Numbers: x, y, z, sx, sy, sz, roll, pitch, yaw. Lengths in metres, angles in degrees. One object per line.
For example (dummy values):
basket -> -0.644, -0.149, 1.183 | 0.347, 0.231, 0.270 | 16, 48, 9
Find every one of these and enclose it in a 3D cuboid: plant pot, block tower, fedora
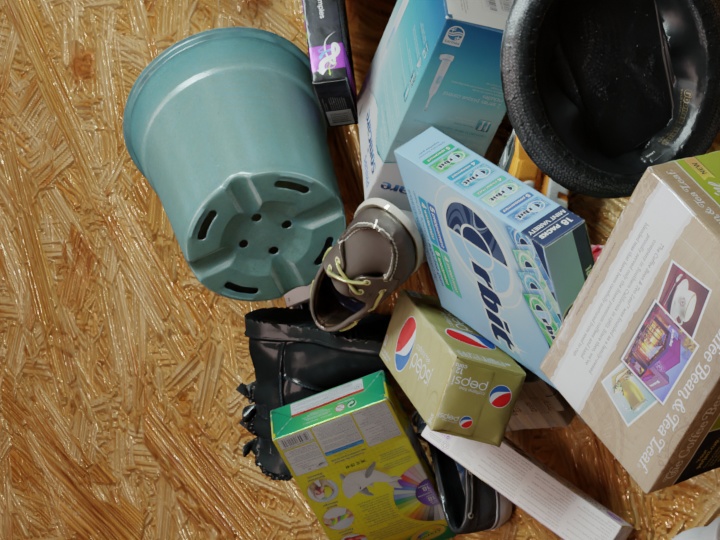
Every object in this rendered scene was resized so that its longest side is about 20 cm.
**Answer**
plant pot -> -0.106, -0.087, 1.662 | 0.196, 0.199, 0.201 | -111, 32, -48
block tower -> 0.179, 0.093, 1.508 | 0.200, 0.058, 0.054 | -12, 121, 51
fedora -> 0.187, -0.159, 1.378 | 0.092, 0.200, 0.201 | -132, 36, -76

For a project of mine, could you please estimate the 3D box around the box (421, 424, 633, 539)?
box -> 0.143, 0.182, 1.564 | 0.200, 0.039, 0.042 | 33, 96, 26

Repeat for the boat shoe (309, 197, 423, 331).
boat shoe -> 0.000, 0.000, 1.546 | 0.072, 0.060, 0.200 | 43, 157, 4

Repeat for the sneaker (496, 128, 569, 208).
sneaker -> 0.153, -0.110, 1.481 | 0.077, 0.078, 0.200 | -97, 28, -64

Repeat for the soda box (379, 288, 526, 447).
soda box -> 0.074, 0.079, 1.526 | 0.200, 0.064, 0.068 | -126, 52, -71

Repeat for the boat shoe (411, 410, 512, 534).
boat shoe -> 0.080, 0.146, 1.654 | 0.070, 0.066, 0.201 | -13, 90, 52

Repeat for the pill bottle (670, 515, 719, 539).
pill bottle -> 0.264, 0.273, 1.421 | 0.116, 0.115, 0.200 | 59, 139, 21

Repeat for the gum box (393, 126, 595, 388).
gum box -> 0.117, -0.003, 1.425 | 0.200, 0.044, 0.170 | 36, 153, 47

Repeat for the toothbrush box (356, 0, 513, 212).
toothbrush box -> 0.068, -0.166, 1.509 | 0.147, 0.085, 0.200 | -95, 24, -48

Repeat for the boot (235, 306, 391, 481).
boot -> -0.028, 0.123, 1.704 | 0.198, 0.073, 0.163 | 4, 107, 29

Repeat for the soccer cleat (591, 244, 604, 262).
soccer cleat -> 0.178, 0.006, 1.487 | 0.200, 0.068, 0.073 | -29, 81, 55

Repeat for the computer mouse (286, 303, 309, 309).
computer mouse -> -0.018, 0.120, 1.785 | 0.200, 0.053, 0.139 | 55, 127, 30

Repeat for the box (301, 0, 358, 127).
box -> -0.034, -0.243, 1.610 | 0.143, 0.036, 0.201 | 67, -163, -78

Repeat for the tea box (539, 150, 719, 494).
tea box -> 0.267, 0.026, 1.273 | 0.134, 0.196, 0.200 | 50, 135, 30

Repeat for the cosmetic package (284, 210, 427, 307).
cosmetic package -> 0.009, -0.018, 1.682 | 0.200, 0.082, 0.051 | -24, 83, 52

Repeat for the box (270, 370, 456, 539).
box -> 0.007, 0.193, 1.679 | 0.048, 0.117, 0.200 | -98, -14, -55
